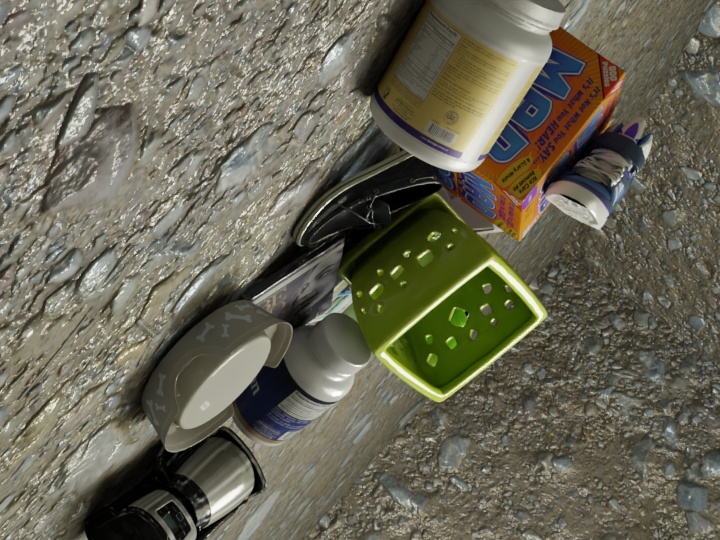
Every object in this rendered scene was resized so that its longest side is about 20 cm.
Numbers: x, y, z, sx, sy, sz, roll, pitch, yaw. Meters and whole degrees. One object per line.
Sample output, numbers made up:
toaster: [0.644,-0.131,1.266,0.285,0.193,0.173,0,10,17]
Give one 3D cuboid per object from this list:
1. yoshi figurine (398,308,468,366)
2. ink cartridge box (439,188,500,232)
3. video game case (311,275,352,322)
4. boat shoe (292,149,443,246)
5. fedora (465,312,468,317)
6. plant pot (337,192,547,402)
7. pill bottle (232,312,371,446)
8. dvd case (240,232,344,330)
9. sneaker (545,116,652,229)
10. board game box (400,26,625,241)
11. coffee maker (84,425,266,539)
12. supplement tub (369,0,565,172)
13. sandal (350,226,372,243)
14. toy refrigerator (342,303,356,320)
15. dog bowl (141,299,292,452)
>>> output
yoshi figurine: [0.134,0.060,1.582,0.112,0.112,0.200,39,79,-40]
ink cartridge box: [0.176,-0.127,1.648,0.200,0.083,0.145,-9,95,-72]
video game case: [0.000,0.000,1.590,0.200,0.024,0.182,-44,169,14]
boat shoe: [0.011,-0.080,1.314,0.200,0.062,0.075,-30,163,-8]
fedora: [0.086,0.013,1.699,0.092,0.201,0.201,10,121,-47]
plant pot: [0.096,0.023,1.449,0.200,0.182,0.199,-39,140,8]
pill bottle: [-0.079,0.142,1.462,0.200,0.111,0.111,-41,175,32]
dvd case: [-0.090,0.040,1.402,0.149,0.016,0.200,-34,161,-21]
sneaker: [0.298,-0.132,1.343,0.147,0.081,0.200,-62,163,4]
board game box: [0.182,-0.193,1.377,0.200,0.200,0.200,-51,167,-5]
coffee maker: [-0.244,0.319,1.415,0.200,0.135,0.192,-36,160,-50]
supplement tub: [0.114,-0.223,1.176,0.200,0.145,0.145,-58,166,26]
sandal: [0.020,-0.091,1.451,0.075,0.048,0.200,-44,178,-27]
toy refrigerator: [-0.044,0.123,1.725,0.200,0.076,0.070,-51,168,-1]
dog bowl: [-0.169,0.117,1.269,0.200,0.059,0.200,-43,163,-16]
